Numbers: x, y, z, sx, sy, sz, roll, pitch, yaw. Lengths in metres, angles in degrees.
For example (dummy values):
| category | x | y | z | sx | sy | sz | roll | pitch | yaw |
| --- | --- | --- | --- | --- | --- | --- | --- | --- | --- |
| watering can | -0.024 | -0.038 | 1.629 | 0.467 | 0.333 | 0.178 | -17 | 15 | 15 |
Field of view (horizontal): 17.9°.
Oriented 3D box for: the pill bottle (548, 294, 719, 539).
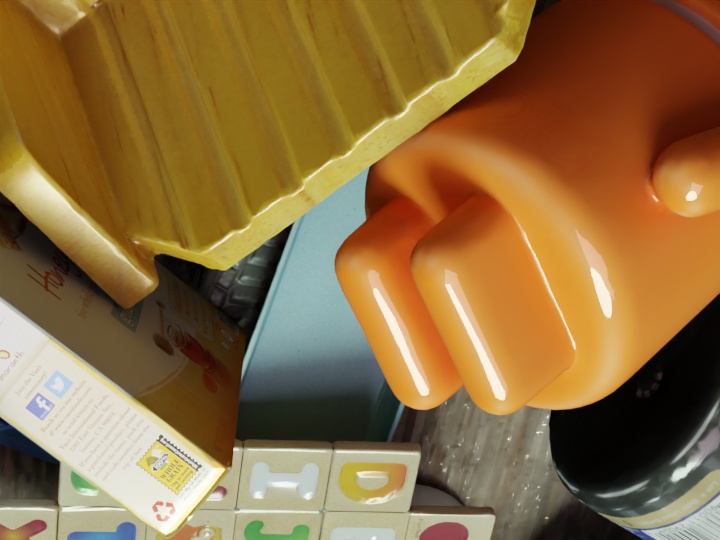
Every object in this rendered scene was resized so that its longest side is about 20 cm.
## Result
| category | x | y | z | sx | sy | sz | roll | pitch | yaw |
| --- | --- | --- | --- | --- | --- | --- | --- | --- | --- |
| pill bottle | 0.184 | 0.088 | 0.950 | 0.200 | 0.112 | 0.112 | 32 | 115 | -28 |

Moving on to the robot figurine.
| category | x | y | z | sx | sy | sz | roll | pitch | yaw |
| --- | --- | --- | --- | --- | --- | --- | --- | --- | --- |
| robot figurine | 0.082 | -0.031 | 0.781 | 0.117 | 0.200 | 0.144 | 42 | 146 | 12 |

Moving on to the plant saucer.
| category | x | y | z | sx | sy | sz | roll | pitch | yaw |
| --- | --- | --- | --- | --- | --- | --- | --- | --- | --- |
| plant saucer | 0.000 | 0.000 | 0.866 | 0.070 | 0.019 | 0.201 | 19 | 93 | -22 |

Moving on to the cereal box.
| category | x | y | z | sx | sy | sz | roll | pitch | yaw |
| --- | --- | --- | --- | --- | --- | --- | --- | --- | --- |
| cereal box | -0.128 | -0.005 | 0.778 | 0.200 | 0.144 | 0.040 | 39 | 103 | -13 |

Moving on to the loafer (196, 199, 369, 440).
| category | x | y | z | sx | sy | sz | roll | pitch | yaw |
| --- | --- | --- | --- | --- | --- | --- | --- | --- | --- |
| loafer | -0.047 | 0.056 | 0.917 | 0.075 | 0.070 | 0.201 | 9 | 107 | -17 |

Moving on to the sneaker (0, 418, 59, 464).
| category | x | y | z | sx | sy | sz | roll | pitch | yaw |
| --- | --- | --- | --- | --- | --- | --- | --- | --- | --- |
| sneaker | -0.157 | 0.033 | 0.875 | 0.066 | 0.079 | 0.200 | -39 | 124 | 16 |

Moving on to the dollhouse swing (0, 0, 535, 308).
| category | x | y | z | sx | sy | sz | roll | pitch | yaw |
| --- | --- | --- | --- | --- | --- | --- | --- | --- | --- |
| dollhouse swing | -0.071 | -0.133 | 0.723 | 0.200 | 0.182 | 0.176 | -35 | 142 | 16 |

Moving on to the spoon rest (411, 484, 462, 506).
| category | x | y | z | sx | sy | sz | roll | pitch | yaw |
| --- | --- | --- | --- | --- | --- | --- | --- | --- | --- |
| spoon rest | -0.013 | 0.184 | 0.993 | 0.099 | 0.061 | 0.201 | 30 | 86 | -41 |

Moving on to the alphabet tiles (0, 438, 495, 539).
| category | x | y | z | sx | sy | sz | roll | pitch | yaw |
| --- | --- | --- | --- | --- | --- | --- | --- | --- | --- |
| alphabet tiles | -0.052 | 0.126 | 0.885 | 0.199 | 0.006 | 0.167 | 2 | 131 | -9 |
